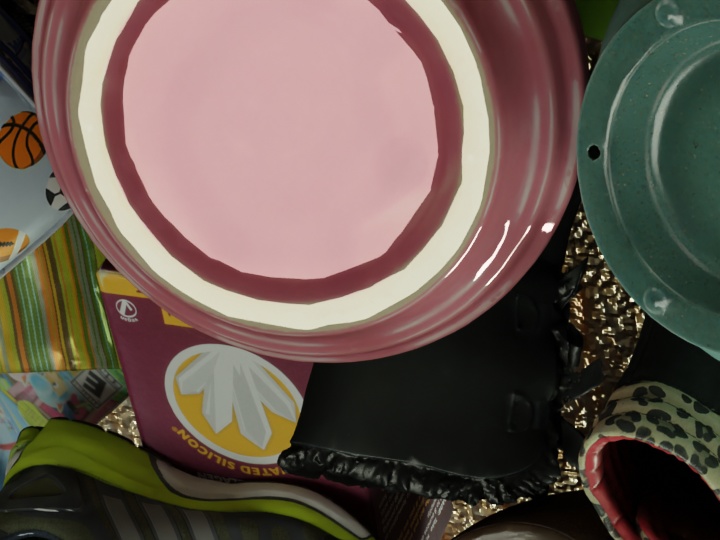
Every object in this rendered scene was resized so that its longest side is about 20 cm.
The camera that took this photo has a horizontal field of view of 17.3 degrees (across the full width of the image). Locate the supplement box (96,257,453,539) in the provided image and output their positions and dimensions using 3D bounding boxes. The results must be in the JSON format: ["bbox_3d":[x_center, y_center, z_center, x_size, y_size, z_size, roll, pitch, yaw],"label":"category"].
[{"bbox_3d":[-0.033,0.057,1.037,0.109,0.086,0.201,7,132,21],"label":"supplement box"}]

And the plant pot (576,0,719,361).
[{"bbox_3d":[0.152,-0.044,0.767,0.199,0.134,0.202,11,108,36],"label":"plant pot"}]

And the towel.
[{"bbox_3d":[-0.195,0.009,1.046,0.198,0.018,0.087,-5,108,19],"label":"towel"}]

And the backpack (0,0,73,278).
[{"bbox_3d":[-0.206,-0.064,0.906,0.191,0.200,0.154,51,174,-26],"label":"backpack"}]

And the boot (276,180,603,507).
[{"bbox_3d":[-0.001,0.000,0.901,0.196,0.164,0.073,9,176,-3],"label":"boot"}]

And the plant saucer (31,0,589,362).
[{"bbox_3d":[-0.022,-0.057,0.811,0.199,0.051,0.202,5,112,12],"label":"plant saucer"}]

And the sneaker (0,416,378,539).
[{"bbox_3d":[-0.074,0.131,1.004,0.198,0.081,0.074,14,134,18],"label":"sneaker"}]

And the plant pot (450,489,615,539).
[{"bbox_3d":[0.089,0.163,0.944,0.185,0.189,0.200,3,165,24],"label":"plant pot"}]

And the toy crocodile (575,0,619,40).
[{"bbox_3d":[0.016,-0.127,0.876,0.198,0.062,0.068,12,133,10],"label":"toy crocodile"}]

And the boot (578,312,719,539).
[{"bbox_3d":[0.159,0.080,0.915,0.073,0.154,0.204,-19,118,36],"label":"boot"}]

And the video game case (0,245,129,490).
[{"bbox_3d":[-0.203,0.010,1.100,0.200,0.022,0.182,47,135,-4],"label":"video game case"}]
